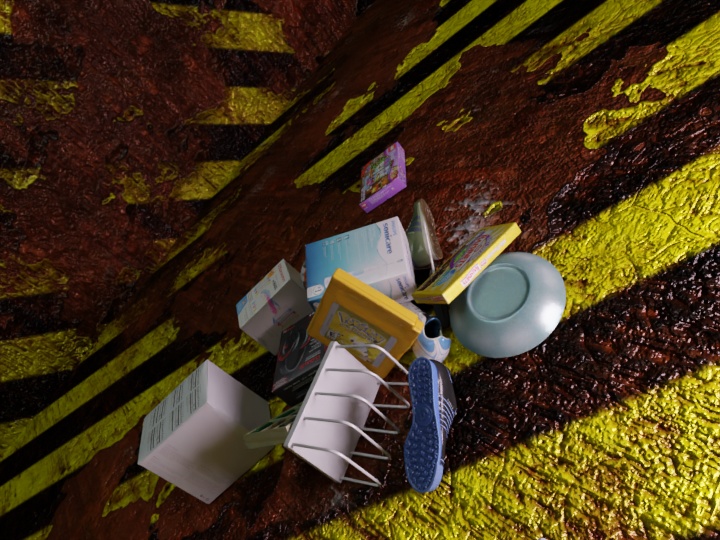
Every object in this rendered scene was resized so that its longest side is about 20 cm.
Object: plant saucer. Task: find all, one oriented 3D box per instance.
[{"bbox_3d":[0.232,0.044,0.963,0.199,0.039,0.203,-20,48,24],"label":"plant saucer"}]

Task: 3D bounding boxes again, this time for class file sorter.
[{"bbox_3d":[-0.006,0.240,0.989,0.124,0.139,0.201,-10,45,44],"label":"file sorter"}]

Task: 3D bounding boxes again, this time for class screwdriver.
[{"bbox_3d":[0.133,0.008,1.067,0.028,0.202,0.029,-12,4,41],"label":"screwdriver"}]

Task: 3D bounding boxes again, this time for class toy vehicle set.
[{"bbox_3d":[-0.106,0.269,1.078,0.123,0.027,0.199,-23,-2,37],"label":"toy vehicle set"}]

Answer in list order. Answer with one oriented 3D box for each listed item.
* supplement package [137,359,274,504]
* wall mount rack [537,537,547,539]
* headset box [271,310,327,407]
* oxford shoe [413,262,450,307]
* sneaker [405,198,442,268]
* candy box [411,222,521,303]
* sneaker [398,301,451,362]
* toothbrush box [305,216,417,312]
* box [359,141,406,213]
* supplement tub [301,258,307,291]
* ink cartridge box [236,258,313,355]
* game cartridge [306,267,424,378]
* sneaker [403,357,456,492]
[{"bbox_3d":[-0.322,0.340,1.235,0.200,0.191,0.147,-41,29,8],"label":"supplement package"},{"bbox_3d":[0.227,0.365,0.577,0.173,0.075,0.201,7,60,56],"label":"wall mount rack"},{"bbox_3d":[-0.105,0.188,1.253,0.148,0.075,0.201,-32,31,24],"label":"headset box"},{"bbox_3d":[0.164,0.025,1.093,0.199,0.073,0.072,-6,47,50],"label":"oxford shoe"},{"bbox_3d":[0.119,-0.078,1.289,0.089,0.067,0.201,-29,36,20],"label":"sneaker"},{"bbox_3d":[0.185,-0.012,1.023,0.200,0.027,0.102,-42,17,-22],"label":"candy box"},{"bbox_3d":[0.111,0.098,1.073,0.073,0.072,0.200,-52,32,14],"label":"sneaker"},{"bbox_3d":[0.000,0.000,1.126,0.198,0.086,0.148,-18,48,11],"label":"toothbrush box"},{"bbox_3d":[0.062,-0.262,1.632,0.136,0.039,0.201,-32,32,25],"label":"box"},{"bbox_3d":[-0.068,0.002,1.321,0.122,0.123,0.200,-42,3,8],"label":"supplement tub"},{"bbox_3d":[-0.193,0.080,1.457,0.200,0.125,0.129,-44,28,6],"label":"ink cartridge box"},{"bbox_3d":[0.003,0.100,1.034,0.033,0.175,0.201,-58,-3,-36],"label":"game cartridge"},{"bbox_3d":[0.116,0.239,0.907,0.070,0.078,0.202,-14,64,41],"label":"sneaker"}]
